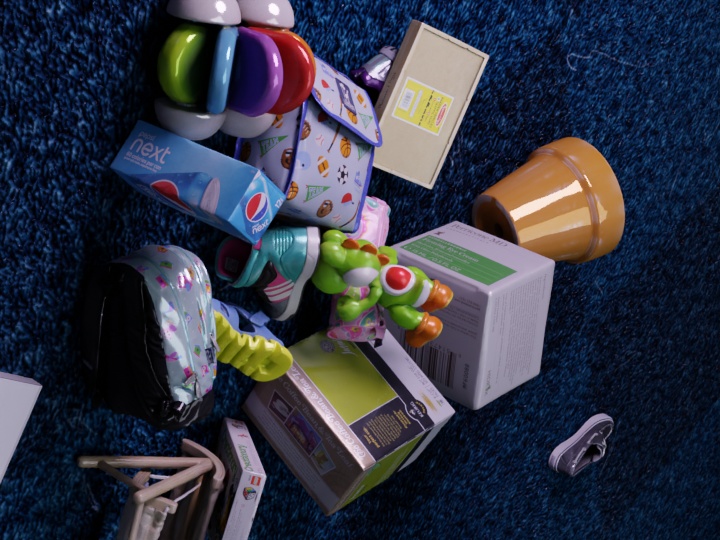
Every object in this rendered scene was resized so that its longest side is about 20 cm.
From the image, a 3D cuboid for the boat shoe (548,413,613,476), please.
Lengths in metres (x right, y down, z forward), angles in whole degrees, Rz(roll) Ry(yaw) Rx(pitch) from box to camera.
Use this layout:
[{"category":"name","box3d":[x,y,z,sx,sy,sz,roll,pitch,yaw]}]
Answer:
[{"category":"boat shoe","box3d":[0.463,0.356,2.666,0.200,0.068,0.072,-25,128,-42]}]

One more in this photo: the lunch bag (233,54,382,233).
[{"category":"lunch bag","box3d":[-0.061,-0.164,1.664,0.170,0.124,0.201,26,74,-54]}]

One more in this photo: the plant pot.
[{"category":"plant pot","box3d":[0.285,-0.091,2.100,0.183,0.200,0.201,-21,127,-25]}]

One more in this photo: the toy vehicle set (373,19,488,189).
[{"category":"toy vehicle set","box3d":[0.083,-0.221,1.778,0.124,0.026,0.200,20,97,-36]}]

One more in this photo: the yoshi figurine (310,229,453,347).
[{"category":"yoshi figurine","box3d":[0.014,0.017,1.719,0.200,0.112,0.112,34,104,-24]}]

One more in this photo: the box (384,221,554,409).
[{"category":"box","box3d":[0.157,0.063,1.984,0.171,0.199,0.201,-21,126,-45]}]

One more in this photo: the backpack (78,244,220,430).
[{"category":"backpack","box3d":[-0.244,0.071,1.549,0.126,0.167,0.201,-26,117,-50]}]

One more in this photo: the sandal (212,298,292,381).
[{"category":"sandal","box3d":[-0.177,0.072,1.691,0.079,0.087,0.200,-40,132,21]}]

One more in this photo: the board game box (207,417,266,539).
[{"category":"board game box","box3d":[-0.170,0.286,1.730,0.035,0.200,0.127,15,99,-16]}]

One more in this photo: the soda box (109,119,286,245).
[{"category":"soda box","box3d":[-0.183,-0.099,1.471,0.068,0.200,0.064,-59,144,-10]}]

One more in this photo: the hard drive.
[{"category":"hard drive","box3d":[-0.445,0.205,1.462,0.132,0.026,0.200,22,92,-54]}]

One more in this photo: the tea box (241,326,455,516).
[{"category":"tea box","box3d":[-0.018,0.191,1.821,0.197,0.200,0.134,-24,157,-42]}]

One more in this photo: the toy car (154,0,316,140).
[{"category":"toy car","box3d":[-0.133,-0.229,1.504,0.200,0.150,0.176,-9,117,-49]}]

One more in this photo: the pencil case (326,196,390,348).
[{"category":"pencil case","box3d":[0.000,0.000,1.798,0.087,0.087,0.201,27,60,-54]}]

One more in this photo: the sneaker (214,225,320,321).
[{"category":"sneaker","box3d":[-0.130,0.003,1.704,0.200,0.120,0.084,117,-25,-56]}]

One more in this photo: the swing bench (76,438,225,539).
[{"category":"swing bench","box3d":[-0.268,0.337,1.674,0.200,0.130,0.199,0,109,-52]}]

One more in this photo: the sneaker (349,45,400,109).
[{"category":"sneaker","box3d":[0.036,-0.204,1.815,0.087,0.074,0.200,-32,122,-24]}]
